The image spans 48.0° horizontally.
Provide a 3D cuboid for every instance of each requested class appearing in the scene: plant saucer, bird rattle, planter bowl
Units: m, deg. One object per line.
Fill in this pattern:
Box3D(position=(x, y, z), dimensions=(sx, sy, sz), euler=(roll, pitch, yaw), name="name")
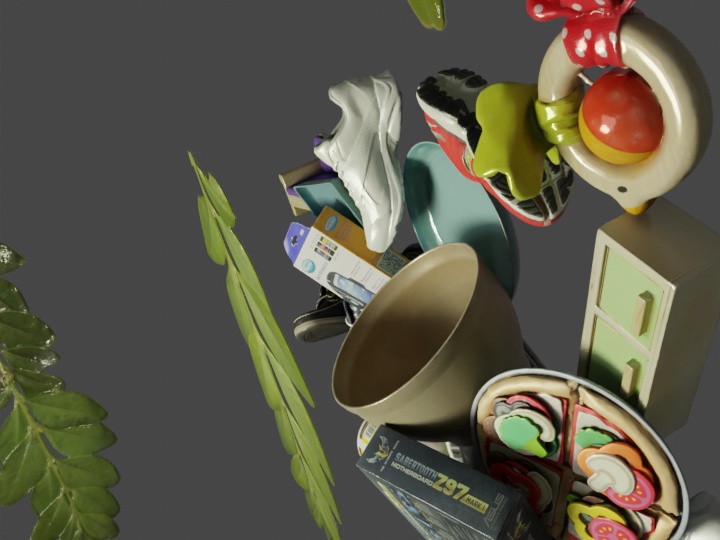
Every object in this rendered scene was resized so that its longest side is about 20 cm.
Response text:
Box3D(position=(0.110, -0.047, 0.866), dimensions=(0.201, 0.027, 0.201), euler=(53, 159, 30), name="plant saucer")
Box3D(position=(0.169, -0.129, 0.552), dimensions=(0.163, 0.112, 0.201), euler=(45, 143, 17), name="bird rattle")
Box3D(position=(0.087, 0.091, 0.815), dimensions=(0.134, 0.201, 0.200), euler=(40, 169, -20), name="planter bowl")
Box3D(position=(-0.001, -0.038, 0.988), dimensions=(0.069, 0.019, 0.200), euler=(0, 139, 45), name="plant saucer")

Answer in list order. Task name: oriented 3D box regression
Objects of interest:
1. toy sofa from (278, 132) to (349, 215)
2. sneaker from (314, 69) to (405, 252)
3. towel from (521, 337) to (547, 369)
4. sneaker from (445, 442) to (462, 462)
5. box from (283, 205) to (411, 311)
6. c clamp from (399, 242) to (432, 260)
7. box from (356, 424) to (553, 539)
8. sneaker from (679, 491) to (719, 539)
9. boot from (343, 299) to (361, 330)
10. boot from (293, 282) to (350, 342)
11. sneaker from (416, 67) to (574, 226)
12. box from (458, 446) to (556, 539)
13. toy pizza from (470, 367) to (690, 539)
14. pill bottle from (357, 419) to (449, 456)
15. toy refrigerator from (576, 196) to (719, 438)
Box3D(position=(-0.039, -0.124, 1.085), dimensions=(0.200, 0.082, 0.098), euler=(21, 135, 64), name="toy sofa")
Box3D(position=(-0.002, -0.118, 0.904), dimensions=(0.078, 0.098, 0.202), euler=(-106, 12, -75), name="sneaker")
Box3D(position=(0.182, 0.151, 0.940), dimensions=(0.144, 0.023, 0.201), euler=(55, 158, 33), name="towel")
Box3D(position=(0.121, 0.147, 0.985), dimensions=(0.082, 0.074, 0.202), euler=(179, 80, -80), name="sneaker")
Box3D(position=(0.000, 0.000, 0.990), dimensions=(0.199, 0.042, 0.119), euler=(35, 152, 0), name="box")
Box3D(position=(0.090, 0.049, 1.043), dimensions=(0.171, 0.027, 0.202), euler=(32, 144, 58), name="c clamp")
Box3D(position=(0.102, 0.235, 0.764), dimensions=(0.157, 0.051, 0.201), euler=(17, 153, 40), name="box")
Box3D(position=(0.309, 0.288, 0.697), dimensions=(0.080, 0.070, 0.202), euler=(34, 145, 51), name="sneaker")
Box3D(position=(0.008, 0.088, 1.078), dimensions=(0.090, 0.072, 0.202), euler=(35, -130, -46), name="boot")
Box3D(position=(-0.045, 0.014, 1.158), dimensions=(0.073, 0.199, 0.152), euler=(-29, 80, 37), name="boot")
Box3D(position=(0.122, -0.103, 0.717), dimensions=(0.201, 0.076, 0.085), euler=(58, 173, 39), name="sneaker")
Box3D(position=(0.208, 0.240, 0.831), dimensions=(0.199, 0.086, 0.165), euler=(20, 133, 51), name="box")
Box3D(position=(0.175, 0.172, 0.685), dimensions=(0.199, 0.032, 0.202), euler=(25, 134, 29), name="toy pizza")
Box3D(position=(0.081, 0.293, 1.257), dimensions=(0.200, 0.108, 0.110), euler=(26, 139, 62), name="pill bottle")
Box3D(position=(0.220, 0.051, 0.630), dimensions=(0.076, 0.069, 0.201), euler=(48, 155, 40), name="toy refrigerator")
